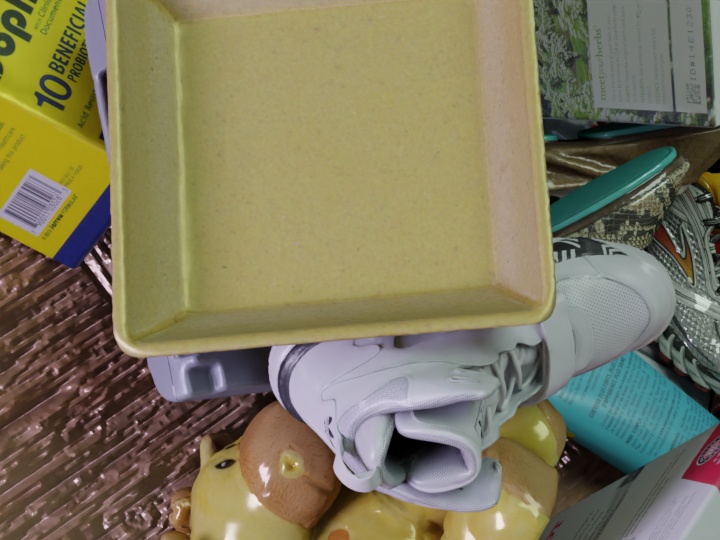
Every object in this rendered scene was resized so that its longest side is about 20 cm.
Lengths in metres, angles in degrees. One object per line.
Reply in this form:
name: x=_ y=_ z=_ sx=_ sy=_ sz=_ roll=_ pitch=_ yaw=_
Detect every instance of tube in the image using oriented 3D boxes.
tube: x=0.154 y=0.083 z=1.392 sx=0.200 sy=0.050 sz=0.078 roll=37 pitch=52 yaw=-18

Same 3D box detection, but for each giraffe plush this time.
giraffe plush: x=-0.010 y=0.125 z=1.250 sx=0.161 sy=0.173 sz=0.201 roll=25 pitch=88 yaw=-3

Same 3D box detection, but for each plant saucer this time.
plant saucer: x=-0.015 y=-0.058 z=1.169 sx=0.198 sy=0.048 sz=0.201 roll=-5 pitch=73 yaw=5

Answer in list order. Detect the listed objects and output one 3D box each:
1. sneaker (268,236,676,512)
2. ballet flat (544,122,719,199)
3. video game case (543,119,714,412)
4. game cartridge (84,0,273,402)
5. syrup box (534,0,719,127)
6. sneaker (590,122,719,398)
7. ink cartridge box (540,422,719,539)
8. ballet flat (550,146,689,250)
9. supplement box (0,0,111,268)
sneaker: x=0.065 y=0.051 z=1.169 sx=0.199 sy=0.076 sz=0.115 roll=-12 pitch=32 yaw=-12
ballet flat: x=0.119 y=-0.048 z=1.390 sx=0.199 sy=0.068 sz=0.073 roll=-6 pitch=97 yaw=-6
video game case: x=0.136 y=-0.019 z=1.472 sx=0.180 sy=0.026 sz=0.201 roll=26 pitch=54 yaw=-15
game cartridge: x=-0.064 y=-0.039 z=1.245 sx=0.133 sy=0.041 sz=0.201 roll=-1 pitch=77 yaw=-54
syrup box: x=0.120 y=-0.129 z=1.391 sx=0.081 sy=0.199 sz=0.079 roll=-28 pitch=117 yaw=-51
sneaker: x=0.194 y=-0.017 z=1.437 sx=0.078 sy=0.082 sz=0.201 roll=-14 pitch=72 yaw=-35
ink cartridge box: x=0.146 y=0.165 z=1.265 sx=0.083 sy=0.200 sz=0.145 roll=44 pitch=51 yaw=-6
ballet flat: x=0.088 y=0.002 z=1.339 sx=0.199 sy=0.068 sz=0.076 roll=-21 pitch=101 yaw=-3
supplement box: x=-0.195 y=-0.109 z=1.279 sx=0.199 sy=0.110 sz=0.109 roll=28 pitch=53 yaw=-13
